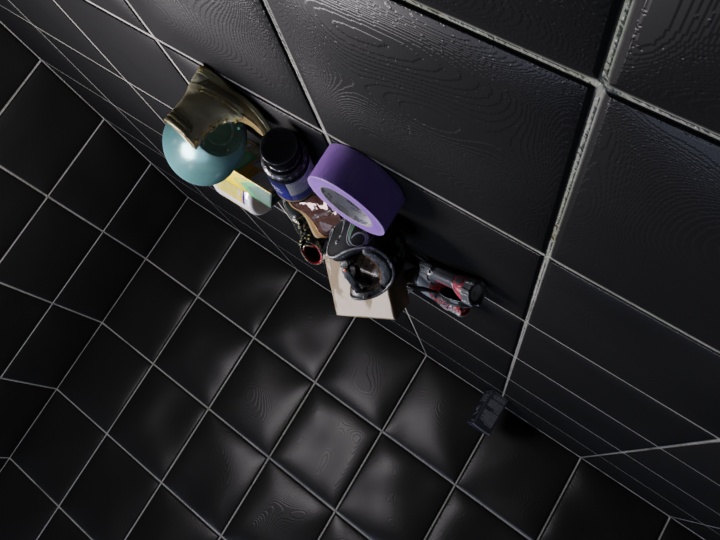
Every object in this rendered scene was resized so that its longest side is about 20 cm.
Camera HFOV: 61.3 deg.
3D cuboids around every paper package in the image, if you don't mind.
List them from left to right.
[{"bbox_3d":[0.020,0.024,1.639,0.195,0.103,0.196,2,113,33],"label":"paper package"}]

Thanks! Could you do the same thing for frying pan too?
[{"bbox_3d":[0.217,0.067,1.511,0.184,0.032,0.115,-1,-162,-20],"label":"frying pan"}]

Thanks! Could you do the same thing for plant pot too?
[{"bbox_3d":[-0.359,-0.319,1.452,0.199,0.204,0.160,37,160,-22],"label":"plant pot"}]

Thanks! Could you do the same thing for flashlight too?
[{"bbox_3d":[0.224,0.029,1.495,0.066,0.070,0.199,-4,-164,-30],"label":"flashlight"}]

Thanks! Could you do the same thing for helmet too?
[{"bbox_3d":[0.015,-0.049,1.441,0.198,0.200,0.193,37,-147,-18],"label":"helmet"}]

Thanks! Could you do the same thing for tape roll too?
[{"bbox_3d":[-0.009,-0.166,1.265,0.197,0.086,0.200,34,172,5],"label":"tape roll"}]

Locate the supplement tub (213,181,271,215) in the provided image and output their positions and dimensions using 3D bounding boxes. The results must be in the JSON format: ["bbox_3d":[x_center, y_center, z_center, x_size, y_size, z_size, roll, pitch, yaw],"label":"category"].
[{"bbox_3d":[-0.341,-0.267,1.774,0.197,0.147,0.146,30,171,25],"label":"supplement tub"}]

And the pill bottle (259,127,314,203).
[{"bbox_3d":[-0.163,-0.238,1.374,0.110,0.113,0.200,32,171,13],"label":"pill bottle"}]

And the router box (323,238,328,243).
[{"bbox_3d":[-0.056,-0.111,1.802,0.148,0.063,0.200,30,170,22],"label":"router box"}]

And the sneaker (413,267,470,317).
[{"bbox_3d":[0.228,0.060,1.635,0.107,0.068,0.201,25,170,42],"label":"sneaker"}]

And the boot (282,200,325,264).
[{"bbox_3d":[-0.168,-0.126,1.835,0.206,0.072,0.155,58,-168,-24],"label":"boot"}]

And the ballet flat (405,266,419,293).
[{"bbox_3d":[0.088,0.050,1.723,0.195,0.074,0.068,-16,164,14],"label":"ballet flat"}]

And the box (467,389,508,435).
[{"bbox_3d":[0.646,0.720,3.089,0.103,0.203,0.148,32,171,5],"label":"box"}]

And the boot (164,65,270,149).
[{"bbox_3d":[-0.310,-0.323,1.329,0.198,0.158,0.073,37,170,-17],"label":"boot"}]

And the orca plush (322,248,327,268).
[{"bbox_3d":[-0.056,-0.062,1.950,0.070,0.108,0.199,-19,171,24],"label":"orca plush"}]

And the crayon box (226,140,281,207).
[{"bbox_3d":[-0.271,-0.259,1.606,0.197,0.126,0.052,32,139,18],"label":"crayon box"}]

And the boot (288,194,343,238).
[{"bbox_3d":[-0.116,-0.190,1.639,0.165,0.072,0.203,-23,101,55],"label":"boot"}]
